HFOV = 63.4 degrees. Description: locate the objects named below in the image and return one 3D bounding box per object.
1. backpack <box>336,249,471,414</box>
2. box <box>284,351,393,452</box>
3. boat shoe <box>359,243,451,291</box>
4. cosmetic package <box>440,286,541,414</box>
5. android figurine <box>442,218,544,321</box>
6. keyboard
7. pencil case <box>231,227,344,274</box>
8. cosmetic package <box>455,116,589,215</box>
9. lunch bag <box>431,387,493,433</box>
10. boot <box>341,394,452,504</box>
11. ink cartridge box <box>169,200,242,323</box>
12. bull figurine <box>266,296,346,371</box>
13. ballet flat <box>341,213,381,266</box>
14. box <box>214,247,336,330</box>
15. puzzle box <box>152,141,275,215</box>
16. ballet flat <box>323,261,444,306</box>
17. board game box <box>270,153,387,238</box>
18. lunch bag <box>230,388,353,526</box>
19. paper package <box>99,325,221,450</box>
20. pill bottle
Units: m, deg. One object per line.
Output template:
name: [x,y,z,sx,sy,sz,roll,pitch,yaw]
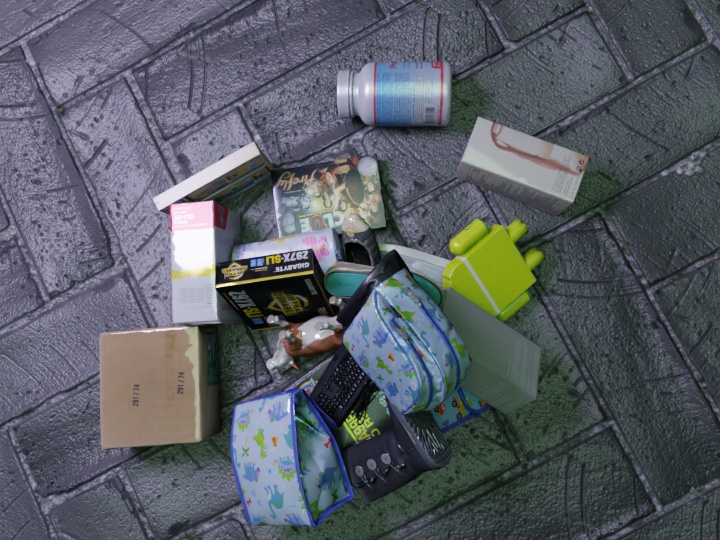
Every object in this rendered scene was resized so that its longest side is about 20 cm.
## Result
backpack: [0.061,0.102,0.830,0.200,0.163,0.154,41,48,3]
box: [-0.013,0.246,1.026,0.160,0.044,0.201,-35,83,0]
boat shoe: [0.087,0.003,1.026,0.199,0.070,0.072,15,81,2]
cosmetic package: [0.189,0.130,0.942,0.199,0.090,0.107,32,49,-7]
android figurine: [0.219,0.008,0.997,0.200,0.041,0.183,-40,109,-6]
keyboard: [-0.012,0.177,0.947,0.104,0.040,0.201,38,115,16]
pencil case: [-0.125,-0.015,1.025,0.198,0.083,0.092,-9,107,6]
cosmetic package: [0.276,-0.179,1.013,0.198,0.103,0.088,21,85,4]
lunch bag: [0.149,0.183,0.990,0.198,0.094,0.152,-19,72,-26]
boot: [0.035,0.263,0.926,0.065,0.200,0.166,-10,66,-40]
ink cartridge box: [-0.265,-0.007,1.017,0.082,0.145,0.203,-4,85,5]
bull figurine: [-0.086,0.112,0.996,0.198,0.122,0.066,-21,57,12]
ballet flat: [0.000,0.000,0.998,0.066,0.057,0.202,9,120,36]
box: [-0.135,0.037,0.976,0.158,0.200,0.050,-7,64,5]
puzzle box: [-0.252,-0.152,1.035,0.199,0.133,0.026,-29,83,2]
ballet flat: [0.040,0.021,0.945,0.198,0.069,0.070,11,86,12]
board game box: [-0.057,-0.128,1.067,0.198,0.035,0.137,-9,85,4]
lunch bag: [-0.125,0.303,0.962,0.169,0.127,0.202,-21,88,37]
paper package: [-0.350,0.202,1.028,0.188,0.103,0.203,-4,84,3]
pill bottle: [0.060,-0.313,1.037,0.197,0.109,0.110,1,85,4]
